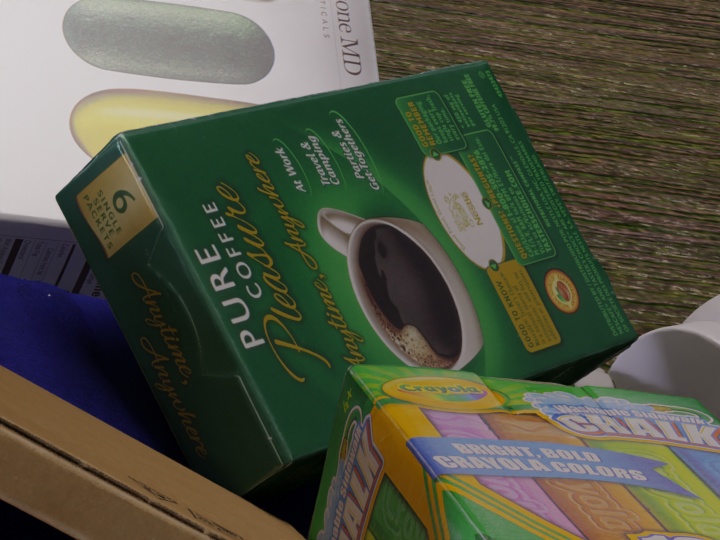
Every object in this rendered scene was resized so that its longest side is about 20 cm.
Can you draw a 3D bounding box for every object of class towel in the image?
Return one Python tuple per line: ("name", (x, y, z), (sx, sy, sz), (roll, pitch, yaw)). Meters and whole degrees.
("towel", (-0.086, 0.064, 0.869), (0.199, 0.050, 0.148), (12, 34, -40))

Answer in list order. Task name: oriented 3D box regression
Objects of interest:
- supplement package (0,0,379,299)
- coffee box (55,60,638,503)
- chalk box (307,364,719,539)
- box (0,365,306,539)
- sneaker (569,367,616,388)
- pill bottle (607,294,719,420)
("supplement package", (-0.108, -0.038, 1.026), (0.199, 0.151, 0.153), (6, 57, -20))
("coffee box", (0.000, 0.000, 0.911), (0.200, 0.044, 0.123), (-17, 76, -50))
("chalk box", (0.052, 0.106, 0.784), (0.123, 0.125, 0.200), (6, 15, -19))
("box", (-0.093, 0.045, 0.733), (0.199, 0.021, 0.163), (29, -2, -12))
("sneaker", (0.050, 0.078, 0.972), (0.084, 0.075, 0.200), (10, 15, -4))
("pill bottle", (0.189, 0.058, 1.077), (0.199, 0.113, 0.112), (-4, 21, -45))
